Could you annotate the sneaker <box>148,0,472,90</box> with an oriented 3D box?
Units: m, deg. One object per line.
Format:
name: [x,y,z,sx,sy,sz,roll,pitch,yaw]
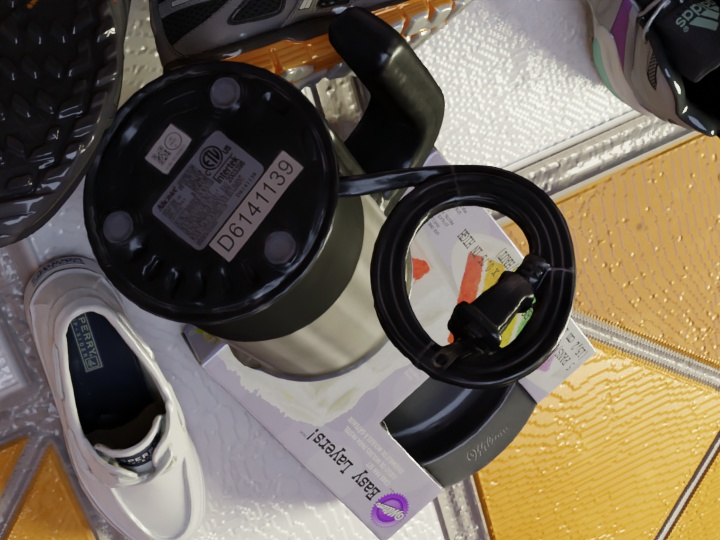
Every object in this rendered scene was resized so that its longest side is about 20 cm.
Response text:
sneaker: [-0.018,-0.141,0.765,0.199,0.078,0.078,-21,82,-28]

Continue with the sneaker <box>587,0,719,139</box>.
sneaker: [0.165,-0.154,0.795,0.078,0.140,0.200,-37,124,-3]

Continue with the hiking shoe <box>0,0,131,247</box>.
hiking shoe: [-0.136,-0.087,0.665,0.075,0.201,0.101,12,152,0]

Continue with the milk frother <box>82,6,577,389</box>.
milk frother: [0.000,0.000,0.709,0.180,0.201,0.188,-35,163,4]

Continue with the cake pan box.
cake pan box: [0.023,0.044,0.885,0.184,0.052,0.200,-40,123,1]

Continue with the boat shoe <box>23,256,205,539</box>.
boat shoe: [-0.134,0.090,0.829,0.073,0.065,0.201,-28,122,-9]
